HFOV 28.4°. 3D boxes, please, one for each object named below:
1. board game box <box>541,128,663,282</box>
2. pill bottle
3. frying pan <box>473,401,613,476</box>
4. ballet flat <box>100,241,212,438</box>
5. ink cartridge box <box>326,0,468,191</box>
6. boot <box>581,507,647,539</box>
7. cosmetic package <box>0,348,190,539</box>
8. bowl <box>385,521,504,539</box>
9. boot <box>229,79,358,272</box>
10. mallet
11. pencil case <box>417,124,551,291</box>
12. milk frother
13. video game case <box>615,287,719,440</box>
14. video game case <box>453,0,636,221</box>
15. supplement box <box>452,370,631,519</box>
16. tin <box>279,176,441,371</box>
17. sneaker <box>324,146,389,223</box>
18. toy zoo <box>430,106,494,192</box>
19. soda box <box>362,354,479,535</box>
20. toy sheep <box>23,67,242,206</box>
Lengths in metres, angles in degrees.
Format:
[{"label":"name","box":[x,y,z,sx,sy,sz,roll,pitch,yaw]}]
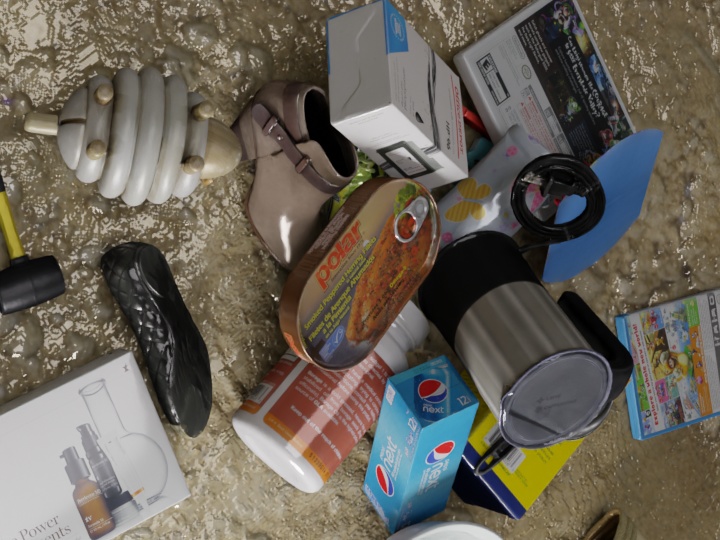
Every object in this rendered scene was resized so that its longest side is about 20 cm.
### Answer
[{"label":"board game box","box":[0.244,-0.077,1.521,0.157,0.039,0.201,-32,149,-25]},{"label":"pill bottle","box":[-0.024,0.108,1.396,0.112,0.112,0.200,47,72,-20]},{"label":"frying pan","box":[0.185,0.124,1.429,0.188,0.031,0.117,-16,96,-28]},{"label":"ballet flat","box":[-0.189,0.066,1.358,0.066,0.056,0.203,-35,113,-50]},{"label":"ink cartridge box","box":[0.046,-0.154,1.359,0.200,0.067,0.118,36,45,-53]},{"label":"boot","box":[0.281,0.383,1.577,0.155,0.073,0.201,43,72,-21]},{"label":"cosmetic package","box":[-0.274,0.183,1.309,0.198,0.052,0.153,-27,100,-23]},{"label":"bowl","box":[0.063,0.337,1.450,0.199,0.090,0.204,-7,105,-28]},{"label":"boot","box":[-0.051,-0.084,1.356,0.070,0.145,0.202,-38,108,-33]},{"label":"mallet","box":[-0.316,-0.065,1.291,0.065,0.041,0.203,-11,93,-24]},{"label":"pencil case","box":[0.122,-0.054,1.448,0.200,0.083,0.091,-45,150,0]},{"label":"milk frother","box":[0.173,0.023,1.333,0.178,0.189,0.202,-12,131,-20]},{"label":"video game case","box":[0.389,0.102,1.654,0.198,0.018,0.145,-13,98,-26]},{"label":"video game case","box":[0.204,-0.182,1.538,0.181,0.023,0.202,-37,106,-30]},{"label":"supplement box","box":[0.168,0.144,1.494,0.200,0.109,0.110,-47,110,-17]},{"label":"tin","box":[0.000,0.000,1.325,0.201,0.042,0.112,-52,132,-21]},{"label":"sneaker","box":[-0.005,-0.096,1.409,0.074,0.076,0.203,-6,88,5]},{"label":"toy zoo","box":[0.081,-0.112,1.493,0.199,0.020,0.133,30,78,-24]},{"label":"soda box","box":[0.056,0.174,1.398,0.067,0.201,0.064,-21,57,-24]},{"label":"toy sheep","box":[-0.204,-0.123,1.291,0.197,0.138,0.140,12,86,-16]}]
